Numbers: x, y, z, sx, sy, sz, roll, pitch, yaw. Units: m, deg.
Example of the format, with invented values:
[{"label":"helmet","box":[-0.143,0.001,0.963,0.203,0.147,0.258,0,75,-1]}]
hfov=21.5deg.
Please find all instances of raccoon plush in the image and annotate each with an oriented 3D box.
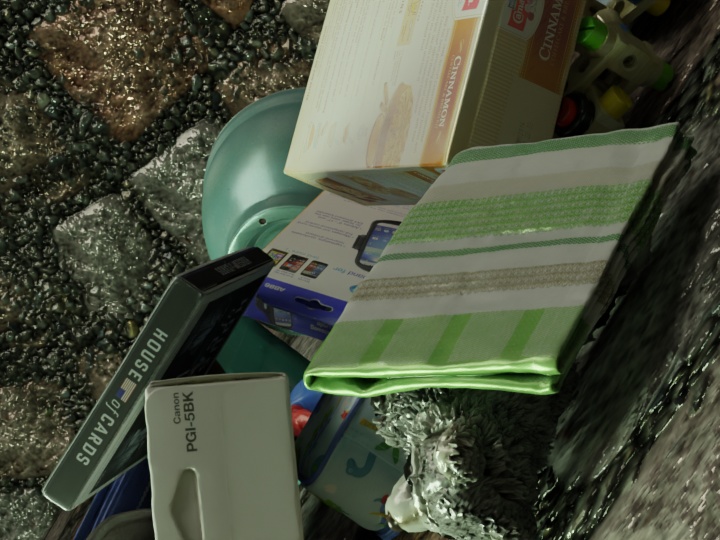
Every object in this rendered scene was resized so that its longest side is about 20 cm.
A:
[{"label":"raccoon plush","box":[0.080,0.047,0.926,0.201,0.096,0.134,-57,16,-1]}]

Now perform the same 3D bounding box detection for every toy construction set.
[{"label":"toy construction set","box":[0.124,-0.106,1.215,0.132,0.091,0.201,-103,32,-44]}]

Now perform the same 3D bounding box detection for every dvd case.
[{"label":"dvd case","box":[-0.117,0.060,1.151,0.151,0.025,0.200,-58,-5,10]}]

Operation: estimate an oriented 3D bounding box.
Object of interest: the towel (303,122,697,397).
[{"label":"towel","box":[0.073,-0.003,0.951,0.148,0.031,0.200,-5,34,35]}]

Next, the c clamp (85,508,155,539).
[{"label":"c clamp","box":[-0.133,0.228,1.226,0.170,0.027,0.203,6,-90,-62]}]

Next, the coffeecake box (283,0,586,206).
[{"label":"coffeecake box","box":[0.046,-0.125,1.202,0.199,0.073,0.155,2,75,59]}]

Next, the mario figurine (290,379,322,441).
[{"label":"mario figurine","box":[-0.017,0.109,1.384,0.200,0.107,0.123,-41,-22,26]}]

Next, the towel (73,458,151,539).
[{"label":"towel","box":[-0.144,0.229,1.267,0.024,0.201,0.146,3,49,28]}]

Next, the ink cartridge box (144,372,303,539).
[{"label":"ink cartridge box","box":[-0.078,0.152,1.110,0.200,0.082,0.149,108,157,-75]}]

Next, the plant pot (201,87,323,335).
[{"label":"plant pot","box":[-0.043,-0.030,1.555,0.201,0.199,0.135,-52,13,28]}]

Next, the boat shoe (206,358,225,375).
[{"label":"boat shoe","box":[-0.120,0.124,1.332,0.072,0.201,0.072,-32,39,-19]}]

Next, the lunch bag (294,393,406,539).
[{"label":"lunch bag","box":[0.036,0.056,1.148,0.201,0.082,0.161,-58,9,-3]}]

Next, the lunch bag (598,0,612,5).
[{"label":"lunch bag","box":[0.161,-0.267,1.290,0.126,0.171,0.200,-31,3,-7]}]

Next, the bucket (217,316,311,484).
[{"label":"bucket","box":[-0.117,0.134,1.569,0.208,0.134,0.207,-55,7,11]}]

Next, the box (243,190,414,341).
[{"label":"box","box":[0.000,0.000,1.315,0.200,0.118,0.042,-49,-29,-55]}]
